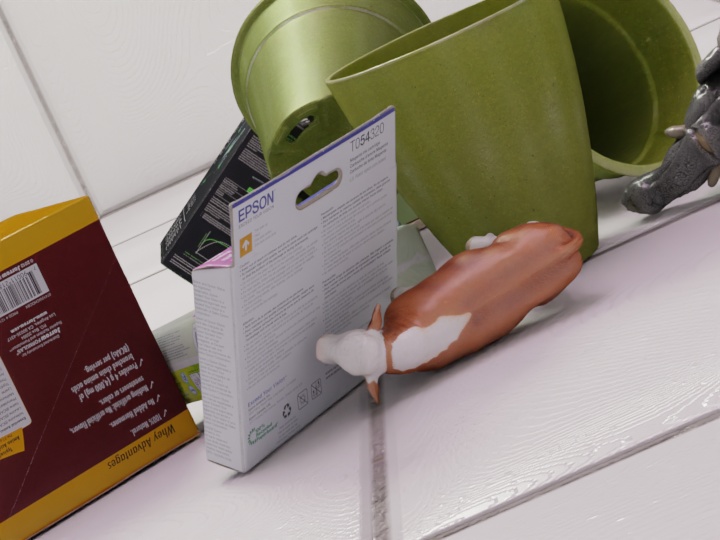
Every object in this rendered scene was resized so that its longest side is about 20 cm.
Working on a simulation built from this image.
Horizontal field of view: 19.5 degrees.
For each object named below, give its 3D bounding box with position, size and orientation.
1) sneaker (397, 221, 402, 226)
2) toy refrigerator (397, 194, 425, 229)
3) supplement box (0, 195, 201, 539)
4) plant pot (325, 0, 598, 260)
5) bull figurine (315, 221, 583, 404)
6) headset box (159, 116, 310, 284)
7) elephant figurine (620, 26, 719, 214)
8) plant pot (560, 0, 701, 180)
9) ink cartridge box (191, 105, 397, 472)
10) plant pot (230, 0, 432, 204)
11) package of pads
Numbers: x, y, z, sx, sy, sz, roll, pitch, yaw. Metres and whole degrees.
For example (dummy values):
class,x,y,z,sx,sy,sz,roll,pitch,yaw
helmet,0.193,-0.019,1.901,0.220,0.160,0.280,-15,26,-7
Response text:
class,x,y,z,sx,sy,sz,roll,pitch,yaw
sneaker,0.000,0.000,1.774,0.070,0.093,0.200,-47,-10,-21
toy refrigerator,0.013,-0.132,2.032,0.076,0.201,0.070,-24,10,-3
supplement box,-0.264,0.081,1.561,0.197,0.201,0.133,-31,12,-32
plant pot,0.098,-0.090,1.581,0.187,0.201,0.187,-24,10,4
bull figurine,0.062,0.025,1.451,0.199,0.065,0.121,-26,8,-4
headset box,-0.108,-0.075,2.081,0.200,0.093,0.174,-57,9,2
elephant figurine,0.293,-0.127,1.558,0.155,0.142,0.200,2,-14,-12
plant pot,0.157,-0.141,1.789,0.200,0.200,0.190,-32,1,-39
ink cartridge box,-0.041,0.007,1.435,0.043,0.201,0.196,14,30,31
plant pot,-0.019,-0.138,1.868,0.199,0.200,0.190,-23,28,11
package of pads,-0.059,0.036,1.611,0.200,0.068,0.154,-23,1,-29
